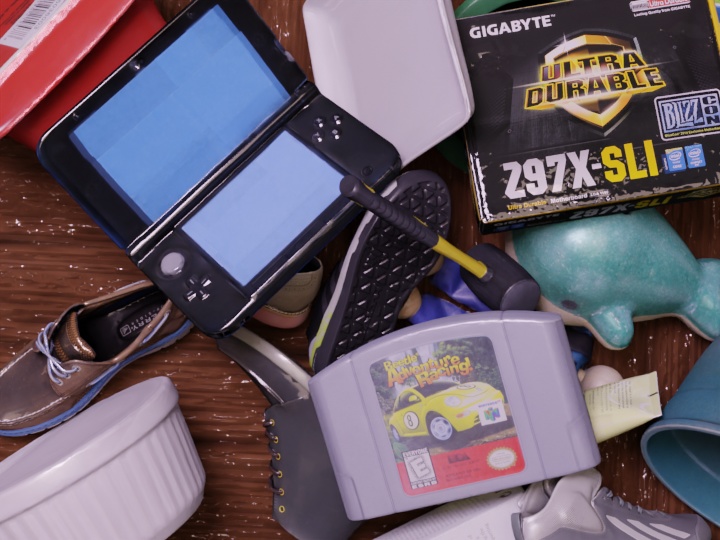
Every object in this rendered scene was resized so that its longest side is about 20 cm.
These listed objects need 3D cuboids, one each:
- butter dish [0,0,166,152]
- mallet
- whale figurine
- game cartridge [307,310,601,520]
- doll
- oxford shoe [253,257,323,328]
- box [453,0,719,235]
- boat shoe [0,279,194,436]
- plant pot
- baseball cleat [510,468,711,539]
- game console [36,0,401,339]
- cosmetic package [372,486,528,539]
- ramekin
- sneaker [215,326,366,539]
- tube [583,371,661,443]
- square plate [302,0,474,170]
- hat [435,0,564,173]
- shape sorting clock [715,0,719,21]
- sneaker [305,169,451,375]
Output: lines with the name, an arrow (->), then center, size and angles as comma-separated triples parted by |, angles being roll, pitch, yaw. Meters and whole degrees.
butter dish -> -0.227, -0.161, 0.920 | 0.200, 0.199, 0.148 | -49, 131, -8
mallet -> 0.061, -0.015, 0.821 | 0.041, 0.200, 0.066 | -53, 49, 8
whale figurine -> 0.218, -0.013, 0.911 | 0.199, 0.104, 0.160 | 21, 56, -8
game cartridge -> 0.066, 0.103, 0.852 | 0.199, 0.041, 0.134 | -16, 92, 13
doll -> 0.127, 0.061, 0.938 | 0.200, 0.048, 0.137 | 29, 84, -3
oxford shoe -> -0.119, -0.032, 0.925 | 0.199, 0.074, 0.071 | 27, 45, -4
box -> 0.172, -0.122, 0.847 | 0.199, 0.049, 0.160 | -9, 80, 2
boat shoe -> -0.228, 0.061, 0.923 | 0.200, 0.072, 0.072 | -35, 75, -6
plant pot -> 0.347, 0.101, 0.870 | 0.200, 0.200, 0.188 | 33, 71, 3
baseball cleat -> 0.198, 0.190, 0.876 | 0.200, 0.070, 0.107 | -5, 82, -40
game console -> -0.102, -0.083, 0.837 | 0.200, 0.118, 0.171 | -45, 55, -9
cosmetic package -> 0.053, 0.253, 0.894 | 0.199, 0.074, 0.102 | -24, 94, -5
ramekin -> -0.209, 0.170, 0.860 | 0.202, 0.202, 0.094 | -29, 97, -3
sneaker -> -0.062, 0.136, 0.917 | 0.200, 0.075, 0.106 | 42, 86, 3
tube -> 0.141, 0.131, 0.897 | 0.199, 0.052, 0.058 | -24, 54, 17
square plate -> 0.021, -0.168, 0.890 | 0.028, 0.200, 0.199 | -3, 73, -29
hat -> 0.133, -0.196, 0.981 | 0.165, 0.176, 0.200 | 35, 109, -19
shape sorting clock -> 0.266, -0.286, 0.978 | 0.199, 0.039, 0.201 | 0, 88, 0
sneaker -> 0.000, 0.000, 0.905 | 0.072, 0.083, 0.200 | 16, 112, -30
